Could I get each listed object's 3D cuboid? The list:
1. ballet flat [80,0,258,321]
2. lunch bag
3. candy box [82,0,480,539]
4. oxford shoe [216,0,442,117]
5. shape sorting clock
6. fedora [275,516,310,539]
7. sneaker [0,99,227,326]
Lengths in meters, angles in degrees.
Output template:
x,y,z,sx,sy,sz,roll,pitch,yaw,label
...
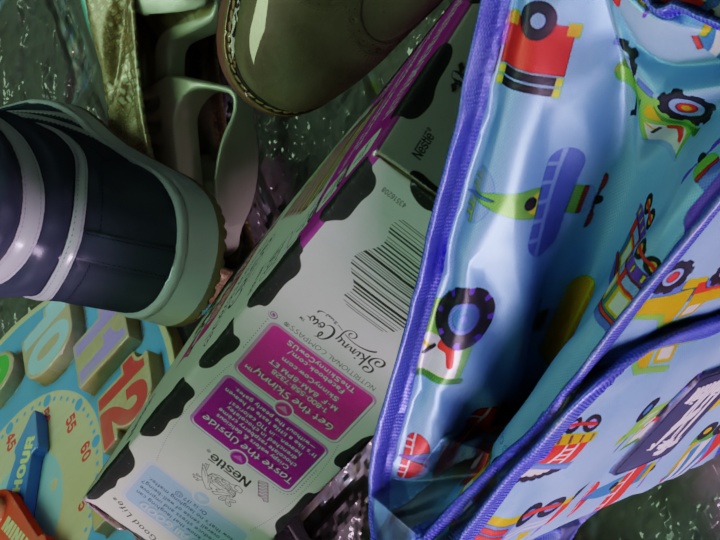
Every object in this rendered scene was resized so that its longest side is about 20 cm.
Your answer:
x,y,z,sx,sy,sz,roll,pitch,yaw,label
-0.071,-0.080,0.882,0.065,0.070,0.202,-9,88,34,ballet flat
0.078,-0.005,0.585,0.094,0.150,0.201,40,125,25,lunch bag
0.000,0.000,0.716,0.061,0.137,0.200,36,132,-5,candy box
0.025,-0.128,0.676,0.201,0.070,0.075,-55,25,9,oxford shoe
-0.129,0.096,0.836,0.199,0.039,0.201,-31,44,34,shape sorting clock
-0.085,0.167,0.870,0.176,0.090,0.202,-11,82,53,fedora
-0.143,-0.032,0.819,0.199,0.108,0.071,21,98,53,sneaker
